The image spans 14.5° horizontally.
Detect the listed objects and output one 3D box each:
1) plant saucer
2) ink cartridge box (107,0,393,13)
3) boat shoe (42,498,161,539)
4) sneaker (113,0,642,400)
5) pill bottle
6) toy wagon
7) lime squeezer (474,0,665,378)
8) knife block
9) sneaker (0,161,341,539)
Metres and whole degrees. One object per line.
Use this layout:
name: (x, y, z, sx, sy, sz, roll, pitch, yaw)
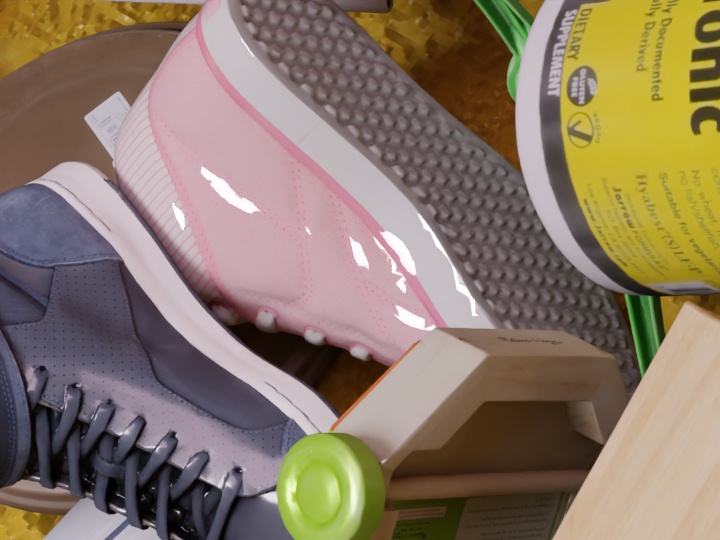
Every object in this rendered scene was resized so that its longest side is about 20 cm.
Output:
plant saucer: (-0.092, -0.009, 1.029, 0.199, 0.029, 0.201, -10, 59, 17)
ink cartridge box: (-0.083, -0.113, 0.960, 0.198, 0.045, 0.176, 1, 15, -14)
boat shoe: (-0.104, 0.143, 0.924, 0.067, 0.074, 0.200, 34, 78, 30)
sneaker: (0.000, 0.000, 0.945, 0.105, 0.200, 0.075, -42, 5, 35)
pill bottle: (0.152, -0.051, 0.833, 0.199, 0.111, 0.112, -3, 60, 45)
toy wagon: (0.019, 0.115, 0.841, 0.039, 0.155, 0.201, 27, 105, 39)
lime squeezer: (0.066, -0.040, 0.924, 0.038, 0.201, 0.071, -16, 14, 45)
knife block: (0.066, 0.133, 0.808, 0.064, 0.201, 0.175, 30, 47, 31)
sneaker: (-0.092, 0.062, 0.875, 0.146, 0.077, 0.202, -23, 56, -39)
